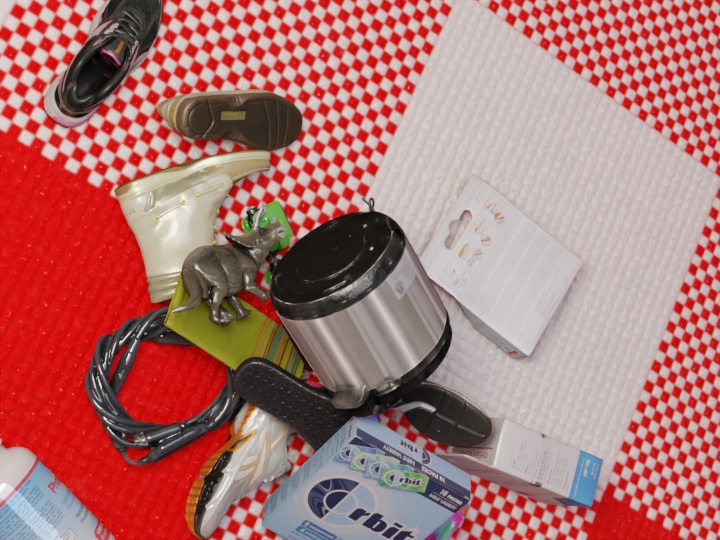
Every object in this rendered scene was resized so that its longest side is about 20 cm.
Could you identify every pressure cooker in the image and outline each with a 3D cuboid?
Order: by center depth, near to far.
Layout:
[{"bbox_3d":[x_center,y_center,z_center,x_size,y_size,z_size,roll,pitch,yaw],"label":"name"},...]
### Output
[{"bbox_3d":[0.008,0.058,1.616,0.175,0.179,0.201,-34,120,-3],"label":"pressure cooker"}]

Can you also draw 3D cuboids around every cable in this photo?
[{"bbox_3d":[-0.223,0.124,1.675,0.198,0.051,0.165,-29,91,-18],"label":"cable"}]

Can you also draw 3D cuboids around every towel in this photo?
[{"bbox_3d":[-0.141,0.076,1.667,0.199,0.018,0.087,36,52,-32],"label":"towel"}]

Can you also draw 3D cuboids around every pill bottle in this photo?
[{"bbox_3d":[-0.371,0.267,1.553,0.109,0.108,0.200,-46,105,-22],"label":"pill bottle"}]

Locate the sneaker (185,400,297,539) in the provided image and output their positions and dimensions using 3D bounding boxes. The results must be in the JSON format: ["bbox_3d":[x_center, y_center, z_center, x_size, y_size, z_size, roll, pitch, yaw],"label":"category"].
[{"bbox_3d":[-0.131,0.238,1.694,0.092,0.075,0.201,37,71,-22],"label":"sneaker"}]

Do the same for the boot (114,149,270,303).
[{"bbox_3d":[-0.182,-0.056,1.701,0.198,0.072,0.157,-19,94,-25],"label":"boot"}]

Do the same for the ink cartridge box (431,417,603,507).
[{"bbox_3d":[0.197,0.240,1.825,0.198,0.116,0.068,24,75,-22],"label":"ink cartridge box"}]

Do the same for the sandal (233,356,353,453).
[{"bbox_3d":[-0.061,0.160,1.678,0.199,0.045,0.075,35,107,-13],"label":"sandal"}]

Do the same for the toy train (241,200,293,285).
[{"bbox_3d":[-0.085,0.008,1.759,0.056,0.042,0.202,-29,97,-36],"label":"toy train"}]

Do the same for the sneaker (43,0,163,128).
[{"bbox_3d":[-0.288,-0.255,1.662,0.080,0.086,0.202,34,71,-20],"label":"sneaker"}]

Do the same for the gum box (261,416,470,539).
[{"bbox_3d":[0.006,0.274,1.692,0.169,0.200,0.045,31,36,-19],"label":"gum box"}]

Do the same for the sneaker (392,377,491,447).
[{"bbox_3d":[0.077,0.137,1.764,0.198,0.076,0.116,24,31,-1],"label":"sneaker"}]

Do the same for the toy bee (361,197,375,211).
[{"bbox_3d":[0.000,0.000,1.768,0.107,0.131,0.202,-15,112,13],"label":"toy bee"}]

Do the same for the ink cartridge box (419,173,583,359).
[{"bbox_3d":[0.180,-0.003,1.890,0.199,0.050,0.163,37,71,-9],"label":"ink cartridge box"}]

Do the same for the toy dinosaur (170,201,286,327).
[{"bbox_3d":[-0.163,0.008,1.620,0.199,0.077,0.103,-27,84,-42],"label":"toy dinosaur"}]

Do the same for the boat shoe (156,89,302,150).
[{"bbox_3d":[-0.159,-0.192,1.726,0.199,0.076,0.073,4,102,-47],"label":"boat shoe"}]

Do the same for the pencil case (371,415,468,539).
[{"bbox_3d":[0.047,0.259,1.768,0.200,0.088,0.089,44,68,-17],"label":"pencil case"}]
